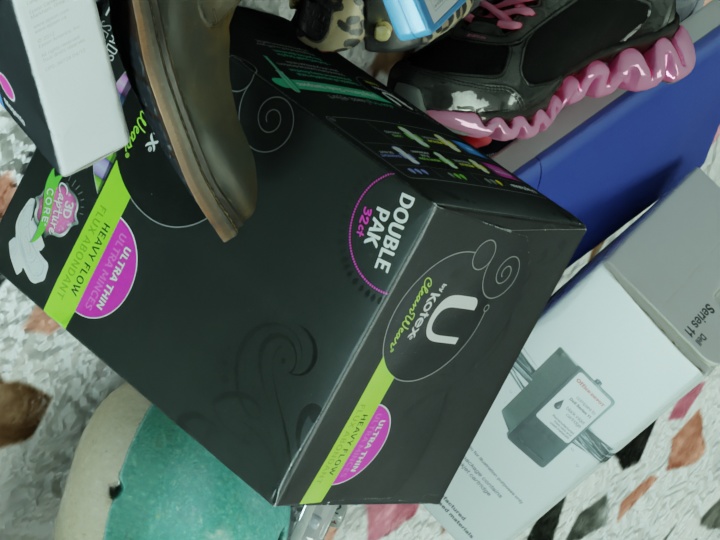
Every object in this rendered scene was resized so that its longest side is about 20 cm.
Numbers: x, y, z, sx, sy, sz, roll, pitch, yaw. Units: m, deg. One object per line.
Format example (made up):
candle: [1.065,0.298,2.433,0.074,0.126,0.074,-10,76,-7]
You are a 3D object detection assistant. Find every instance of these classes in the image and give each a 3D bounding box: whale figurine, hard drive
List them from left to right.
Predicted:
whale figurine: [-0.075,0.129,1.230,0.200,0.104,0.159,45,58,-68]
hard drive: [0.127,-0.056,1.298,0.200,0.025,0.132,-35,155,-33]

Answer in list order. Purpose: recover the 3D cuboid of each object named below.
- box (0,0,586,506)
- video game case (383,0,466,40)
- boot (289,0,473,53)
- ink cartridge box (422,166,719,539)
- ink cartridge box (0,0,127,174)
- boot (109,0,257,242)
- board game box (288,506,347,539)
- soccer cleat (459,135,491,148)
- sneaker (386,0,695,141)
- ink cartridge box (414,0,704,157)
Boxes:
box: [-0.034,-0.011,1.065,0.124,0.200,0.149,6,117,-55]
video game case: [0.013,-0.208,0.965,0.143,0.018,0.200,-48,120,-50]
boot: [-0.010,-0.166,1.054,0.200,0.073,0.151,-29,132,-45]
ink cartridge box: [0.126,0.051,1.348,0.200,0.083,0.147,-45,177,36]
ink cartridge box: [-0.136,-0.134,0.895,0.037,0.095,0.200,-28,142,-19]
boot: [-0.051,-0.113,0.942,0.097,0.075,0.200,-22,113,-9]
board game box: [-0.017,0.134,1.304,0.200,0.026,0.200,-59,173,-69]
soccer cleat: [0.000,0.000,1.181,0.067,0.076,0.200,51,53,-51]
sneaker: [0.086,-0.123,1.175,0.200,0.079,0.096,-24,124,-43]
ink cartridge box: [0.089,-0.074,1.319,0.198,0.043,0.200,-15,134,-46]
